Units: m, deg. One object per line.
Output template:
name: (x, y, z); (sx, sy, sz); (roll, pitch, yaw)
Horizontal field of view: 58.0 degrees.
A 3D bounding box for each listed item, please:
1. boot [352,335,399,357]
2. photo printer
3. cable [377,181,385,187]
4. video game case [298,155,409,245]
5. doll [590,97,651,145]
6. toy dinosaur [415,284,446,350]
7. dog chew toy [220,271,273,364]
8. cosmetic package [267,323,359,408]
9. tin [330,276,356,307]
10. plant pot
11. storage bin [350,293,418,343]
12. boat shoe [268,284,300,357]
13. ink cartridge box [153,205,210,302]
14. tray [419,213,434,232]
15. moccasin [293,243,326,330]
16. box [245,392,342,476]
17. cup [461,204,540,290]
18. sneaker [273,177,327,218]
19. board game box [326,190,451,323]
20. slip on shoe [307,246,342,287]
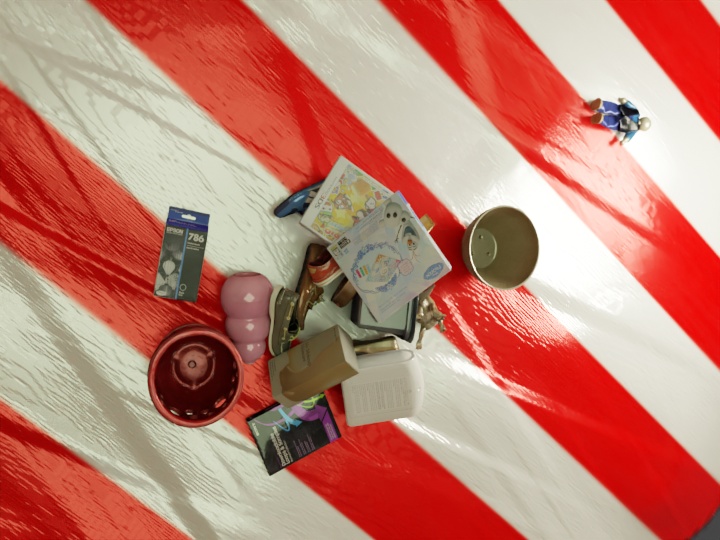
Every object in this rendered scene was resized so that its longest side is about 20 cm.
boot: (0.010, 0.255, 1.576); (0.194, 0.072, 0.172); (-7, 100, -8)
photo printer: (0.052, 0.274, 1.527); (0.194, 0.070, 0.171); (-9, 113, -1)
cable: (-0.008, -0.143, 1.539); (0.197, 0.051, 0.166); (-32, 127, -15)
video game case: (-0.012, -0.127, 1.462); (0.197, 0.023, 0.185); (33, 78, -7)
doll: (0.723, -0.415, 1.795); (0.194, 0.048, 0.141); (5, 81, -24)
toy dinosaur: (0.149, 0.090, 1.557); (0.083, 0.138, 0.203); (-15, 135, -1)
dog chew toy: (-0.253, 0.110, 1.466); (0.121, 0.124, 0.207); (-3, 100, -17)
cosmetic package: (-0.108, 0.218, 1.471); (0.197, 0.107, 0.071); (-30, 139, 14)
tin: (0.000, 0.000, 1.541); (0.041, 0.112, 0.202); (35, 82, -3)
plant pot: (-0.356, 0.217, 1.399); (0.194, 0.182, 0.207); (0, 91, -17)
storage bin: (0.051, 0.083, 1.527); (0.130, 0.200, 0.150); (6, 90, -8)
boat shoe: (-0.169, 0.125, 1.469); (0.059, 0.073, 0.206); (15, 129, 12)
ink cartridge box: (-0.399, -0.037, 1.456); (0.097, 0.039, 0.207); (9, 88, -17)
tray: (0.095, -0.050, 1.516); (0.037, 0.200, 0.098); (47, 62, 3)
moccasin: (-0.113, 0.042, 1.535); (0.076, 0.074, 0.207); (17, 77, -9)
box: (-0.158, 0.375, 1.544); (0.196, 0.036, 0.146); (-25, 99, -14)
cup: (0.329, -0.057, 1.630); (0.194, 0.143, 0.207); (-1, 92, -18)
sneaker: (-0.109, -0.159, 1.527); (0.196, 0.074, 0.084); (-25, 100, -14)
board game box: (0.061, -0.028, 1.394); (0.198, 0.043, 0.201); (-36, 90, 15)
slip on shoe: (-0.040, -0.049, 1.486); (0.199, 0.074, 0.062); (-41, 122, -10)
